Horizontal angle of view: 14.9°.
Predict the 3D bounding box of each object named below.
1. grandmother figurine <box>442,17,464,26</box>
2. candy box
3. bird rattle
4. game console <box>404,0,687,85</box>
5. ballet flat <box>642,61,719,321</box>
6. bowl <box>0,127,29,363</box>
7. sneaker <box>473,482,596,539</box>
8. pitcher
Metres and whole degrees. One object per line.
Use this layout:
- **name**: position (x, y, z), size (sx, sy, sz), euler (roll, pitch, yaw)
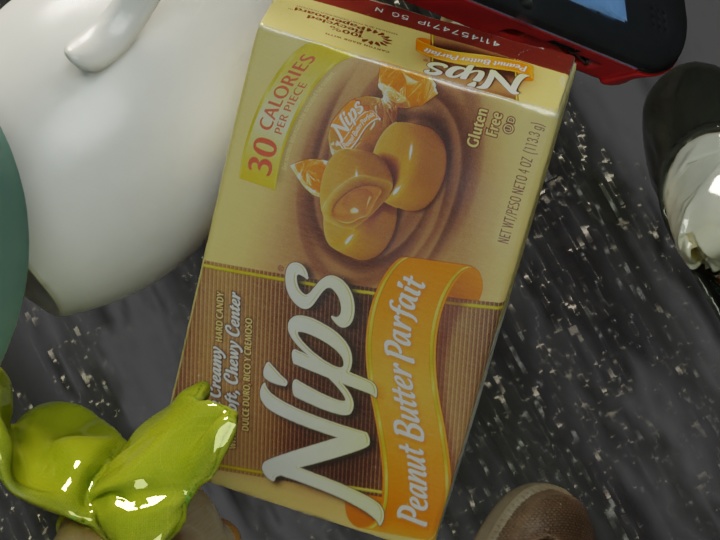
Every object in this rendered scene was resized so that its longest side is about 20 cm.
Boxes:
- **grandmother figurine**: position (0.053, -0.157, 1.140), size (0.121, 0.061, 0.201), euler (5, 73, -19)
- **candy box**: position (0.000, 0.000, 1.048), size (0.115, 0.055, 0.201), euler (17, 120, 4)
- **bird rattle**: position (-0.092, 0.140, 1.016), size (0.112, 0.163, 0.201), euler (3, 74, 23)
- **game console**: position (0.052, -0.173, 1.070), size (0.199, 0.031, 0.178), euler (18, 64, -41)
- **ballet flat**: position (0.166, 0.001, 1.097), size (0.068, 0.068, 0.201), euler (-34, 75, 22)
- **bowl**: position (-0.214, -0.021, 0.935), size (0.200, 0.105, 0.202), euler (1, 75, -4)
- **sneaker**: position (0.070, 0.183, 1.043), size (0.075, 0.070, 0.201), euler (7, 81, 45)
- **pitcher**: position (-0.082, -0.089, 1.072), size (0.121, 0.172, 0.200), euler (39, 77, 16)
